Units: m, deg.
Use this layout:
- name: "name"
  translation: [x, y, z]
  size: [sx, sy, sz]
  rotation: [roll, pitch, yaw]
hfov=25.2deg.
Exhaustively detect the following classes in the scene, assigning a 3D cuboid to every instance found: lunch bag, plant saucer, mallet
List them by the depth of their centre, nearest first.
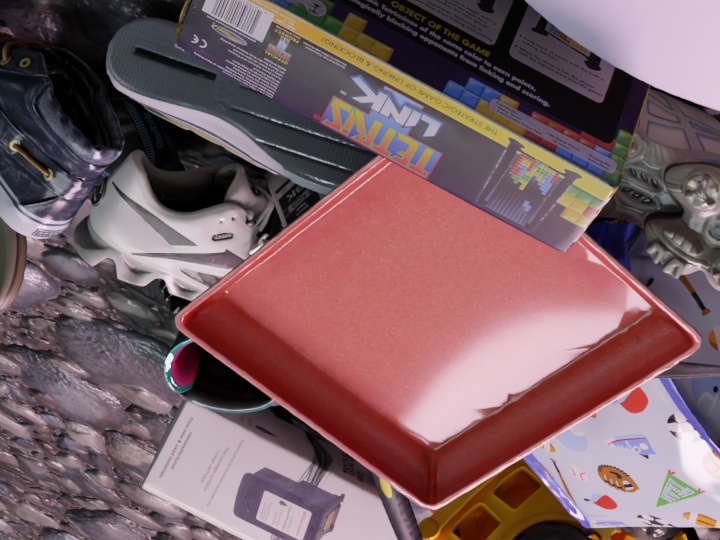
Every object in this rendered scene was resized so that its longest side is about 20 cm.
- name: "plant saucer"
  translation: [0.040, 0.021, 0.845]
  size: [0.200, 0.037, 0.199]
  rotation: [39, 123, -24]
- name: "lunch bag"
  translation: [0.158, 0.052, 0.967]
  size: [0.200, 0.124, 0.170]
  rotation: [46, 147, -21]
- name: "mallet"
  translation: [0.019, 0.115, 1.053]
  size: [0.066, 0.041, 0.200]
  rotation: [-18, 116, 21]

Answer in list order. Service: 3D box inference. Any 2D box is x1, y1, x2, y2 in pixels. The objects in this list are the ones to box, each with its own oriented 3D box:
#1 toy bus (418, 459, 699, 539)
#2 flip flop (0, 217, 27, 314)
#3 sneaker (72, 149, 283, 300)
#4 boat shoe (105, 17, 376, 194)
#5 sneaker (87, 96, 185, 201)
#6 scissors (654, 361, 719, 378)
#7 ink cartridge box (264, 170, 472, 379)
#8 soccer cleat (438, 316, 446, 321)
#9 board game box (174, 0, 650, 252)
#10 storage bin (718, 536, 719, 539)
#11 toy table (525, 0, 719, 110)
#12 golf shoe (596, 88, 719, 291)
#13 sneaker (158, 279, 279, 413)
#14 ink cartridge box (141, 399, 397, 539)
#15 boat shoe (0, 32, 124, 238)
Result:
- name: "toy bus"
  translation: [0.133, 0.170, 1.153]
  size: [0.192, 0.200, 0.136]
  rotation: [43, 167, 33]
- name: "flip flop"
  translation: [-0.278, -0.064, 1.084]
  size: [0.081, 0.058, 0.201]
  rotation: [-8, 97, 41]
- name: "sneaker"
  translation: [-0.073, -0.020, 1.028]
  size: [0.200, 0.074, 0.089]
  rotation: [16, 124, -26]
- name: "boat shoe"
  translation: [-0.057, -0.098, 0.973]
  size: [0.200, 0.072, 0.062]
  rotation: [25, 175, 8]
- name: "sneaker"
  translation: [-0.204, -0.088, 1.100]
  size: [0.200, 0.073, 0.082]
  rotation: [2, 120, 33]
- name: "scissors"
  translation: [0.126, 0.058, 0.903]
  size: [0.200, 0.014, 0.073]
  rotation: [15, 125, 39]
- name: "ink cartridge box"
  translation: [0.000, 0.000, 0.969]
  size: [0.099, 0.039, 0.200]
  rotation: [44, -171, -26]
- name: "soccer cleat"
  translation: [0.038, -0.068, 0.872]
  size: [0.068, 0.073, 0.200]
  rotation: [2, 117, 40]
- name: "board game box"
  translation: [0.039, -0.123, 0.743]
  size: [0.200, 0.166, 0.057]
  rotation: [28, 139, -3]
- name: "storage bin"
  translation: [0.318, 0.234, 1.119]
  size: [0.145, 0.135, 0.200]
  rotation: [2, 143, 35]
- name: "toy table"
  translation: [0.156, -0.154, 0.659]
  size: [0.200, 0.117, 0.184]
  rotation: [32, 149, -12]
- name: "golf shoe"
  translation: [0.139, -0.064, 0.840]
  size: [0.200, 0.097, 0.078]
  rotation: [35, 122, 9]
- name: "sneaker"
  translation: [-0.108, 0.028, 1.098]
  size: [0.200, 0.121, 0.084]
  rotation: [34, 123, 12]
- name: "ink cartridge box"
  translation: [-0.064, 0.169, 1.298]
  size: [0.200, 0.084, 0.145]
  rotation: [28, -175, -4]
- name: "boat shoe"
  translation: [-0.222, -0.124, 1.011]
  size: [0.091, 0.071, 0.200]
  rotation: [-43, 77, 32]
